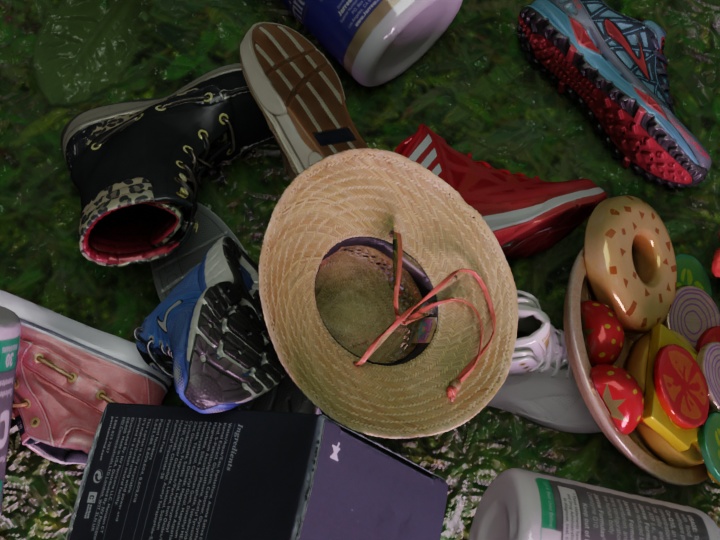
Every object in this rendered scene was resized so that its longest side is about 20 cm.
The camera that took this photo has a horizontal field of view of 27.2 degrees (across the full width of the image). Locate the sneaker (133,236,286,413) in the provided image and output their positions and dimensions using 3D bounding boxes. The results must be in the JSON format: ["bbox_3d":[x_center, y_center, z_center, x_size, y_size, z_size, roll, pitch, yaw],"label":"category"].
[{"bbox_3d":[-0.103,0.051,0.998,0.089,0.200,0.079,-41,104,11],"label":"sneaker"}]

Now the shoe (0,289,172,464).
[{"bbox_3d":[-0.242,0.078,1.081,0.199,0.072,0.092,20,69,-1],"label":"shoe"}]

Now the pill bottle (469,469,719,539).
[{"bbox_3d":[0.181,0.211,1.026,0.198,0.113,0.114,14,71,-12],"label":"pill bottle"}]

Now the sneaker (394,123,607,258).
[{"bbox_3d":[0.096,-0.069,1.119,0.199,0.078,0.116,-15,68,-46],"label":"sneaker"}]

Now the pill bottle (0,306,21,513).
[{"bbox_3d":[-0.297,0.123,1.012,0.112,0.113,0.202,7,97,-1],"label":"pill bottle"}]

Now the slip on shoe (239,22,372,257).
[{"bbox_3d":[-0.036,-0.092,1.076,0.076,0.061,0.201,-13,61,-43],"label":"slip on shoe"}]

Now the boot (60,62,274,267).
[{"bbox_3d":[-0.121,-0.078,1.103,0.202,0.074,0.154,-15,36,-2],"label":"boot"}]

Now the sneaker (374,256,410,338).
[{"bbox_3d":[0.000,0.000,1.104,0.199,0.071,0.113,-27,73,-39],"label":"sneaker"}]

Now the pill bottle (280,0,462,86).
[{"bbox_3d":[-0.022,-0.253,1.181,0.116,0.116,0.200,-40,78,-15],"label":"pill bottle"}]

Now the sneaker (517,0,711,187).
[{"bbox_3d":[0.220,-0.158,1.187,0.095,0.079,0.200,-37,78,-16],"label":"sneaker"}]

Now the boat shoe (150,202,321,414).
[{"bbox_3d":[-0.092,0.039,1.115,0.074,0.065,0.202,-36,72,0],"label":"boat shoe"}]

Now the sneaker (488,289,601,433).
[{"bbox_3d":[0.140,0.067,1.089,0.198,0.116,0.074,6,70,-4],"label":"sneaker"}]

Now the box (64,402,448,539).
[{"bbox_3d":[-0.067,0.161,0.980,0.199,0.148,0.105,-1,67,39],"label":"box"}]

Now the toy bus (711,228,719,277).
[{"bbox_3d":[0.358,0.029,1.116,0.190,0.136,0.202,9,74,12],"label":"toy bus"}]

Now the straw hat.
[{"bbox_3d":[0.001,0.024,0.990,0.200,0.085,0.203,8,75,-31],"label":"straw hat"}]

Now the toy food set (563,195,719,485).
[{"bbox_3d":[0.221,0.058,1.084,0.198,0.048,0.201,38,46,-28],"label":"toy food set"}]
